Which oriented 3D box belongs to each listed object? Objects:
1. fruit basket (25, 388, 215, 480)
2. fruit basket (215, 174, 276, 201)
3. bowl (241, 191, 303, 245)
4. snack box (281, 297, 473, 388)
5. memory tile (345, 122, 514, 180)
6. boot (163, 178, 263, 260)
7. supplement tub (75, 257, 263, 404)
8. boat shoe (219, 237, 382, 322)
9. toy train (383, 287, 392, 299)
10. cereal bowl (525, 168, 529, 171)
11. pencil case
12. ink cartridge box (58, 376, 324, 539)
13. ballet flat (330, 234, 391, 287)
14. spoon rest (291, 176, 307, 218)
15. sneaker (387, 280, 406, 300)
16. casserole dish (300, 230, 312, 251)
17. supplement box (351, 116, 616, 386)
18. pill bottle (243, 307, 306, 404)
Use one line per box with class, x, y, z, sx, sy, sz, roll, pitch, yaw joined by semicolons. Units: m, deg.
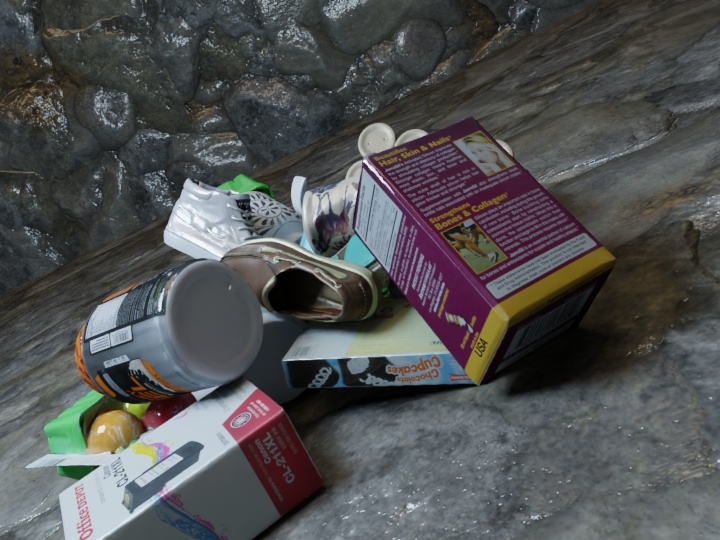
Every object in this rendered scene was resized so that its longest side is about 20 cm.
fruit basket;-0.239;0.180;0.843;0.197;0.095;0.185;-2;15;13
fruit basket;-0.170;-0.018;1.141;0.154;0.217;0.216;-29;17;-7
bowl;-0.116;-0.008;1.039;0.093;0.203;0.201;5;32;32
snack box;0.033;0.069;0.743;0.197;0.038;0.116;-5;25;21
memory tile;0.073;-0.094;0.886;0.198;0.017;0.155;13;77;21
boot;-0.153;-0.048;0.926;0.198;0.097;0.073;23;8;17
supplement tub;-0.202;0.069;0.762;0.199;0.123;0.123;-19;18;42
boat shoe;-0.079;0.011;0.766;0.200;0.076;0.075;7;16;32
toy train;0.019;0.060;0.863;0.056;0.042;0.200;-2;28;34
cereal bowl;0.127;-0.088;0.992;0.197;0.085;0.200;-2;0;0
pencil case;0.031;-0.071;0.840;0.197;0.091;0.078;-15;-1;13
ink cartridge box;-0.152;0.193;0.653;0.199;0.084;0.145;-33;18;-19
ballet flat;0.000;0.000;0.816;0.199;0.062;0.068;-30;42;46
spoon rest;-0.018;-0.073;1.104;0.099;0.198;0.061;21;88;63
sneaker;0.128;-0.002;0.800;0.198;0.088;0.076;-26;33;12
casserole dish;-0.051;-0.024;0.977;0.038;0.203;0.121;15;2;12
supplement box;0.100;-0.023;0.662;0.130;0.201;0.104;-24;-30;-25
pill bottle;-0.123;0.079;0.883;0.113;0.115;0.200;-31;20;-12
